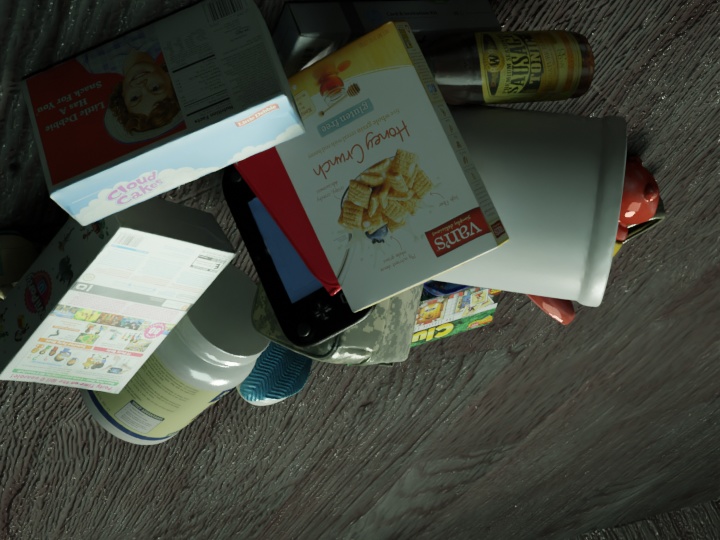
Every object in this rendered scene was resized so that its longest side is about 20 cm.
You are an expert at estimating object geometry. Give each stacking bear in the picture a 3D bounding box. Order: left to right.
[{"bbox_3d":[0.277,-0.051,1.514,0.114,0.122,0.200,32,117,-31],"label":"stacking bear"}]

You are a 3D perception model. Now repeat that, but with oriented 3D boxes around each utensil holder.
[{"bbox_3d":[0.124,-0.063,1.110,0.200,0.170,0.170,7,156,6],"label":"utensil holder"}]

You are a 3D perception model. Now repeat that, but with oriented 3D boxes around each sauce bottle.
[{"bbox_3d":[0.106,-0.173,1.080,0.200,0.066,0.066,-9,153,-25],"label":"sauce bottle"}]

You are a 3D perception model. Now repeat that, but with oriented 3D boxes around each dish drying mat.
[{"bbox_3d":[-0.064,-0.073,1.095,0.077,0.200,0.018,-37,178,44],"label":"dish drying mat"}]

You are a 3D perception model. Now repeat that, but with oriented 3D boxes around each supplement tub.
[{"bbox_3d":[-0.204,0.089,1.376,0.145,0.145,0.200,7,145,-45],"label":"supplement tub"}]

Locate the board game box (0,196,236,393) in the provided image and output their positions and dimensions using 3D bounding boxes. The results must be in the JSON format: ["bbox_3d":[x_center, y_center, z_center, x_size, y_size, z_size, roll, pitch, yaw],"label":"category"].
[{"bbox_3d":[-0.234,0.022,1.155,0.200,0.064,0.147,-48,145,20],"label":"board game box"}]

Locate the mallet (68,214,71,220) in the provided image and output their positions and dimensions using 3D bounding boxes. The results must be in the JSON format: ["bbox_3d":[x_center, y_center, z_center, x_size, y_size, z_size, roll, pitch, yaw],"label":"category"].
[{"bbox_3d":[-0.266,-0.044,1.126,0.066,0.041,0.200,-3,134,-31],"label":"mallet"}]

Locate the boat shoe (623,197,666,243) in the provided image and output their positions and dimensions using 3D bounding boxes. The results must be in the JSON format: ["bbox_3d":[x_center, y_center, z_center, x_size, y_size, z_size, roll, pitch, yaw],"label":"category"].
[{"bbox_3d":[0.307,-0.043,1.605,0.072,0.060,0.202,4,146,-43],"label":"boat shoe"}]

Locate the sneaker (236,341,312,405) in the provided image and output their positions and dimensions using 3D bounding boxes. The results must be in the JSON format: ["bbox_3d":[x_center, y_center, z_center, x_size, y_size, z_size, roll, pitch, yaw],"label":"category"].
[{"bbox_3d":[-0.108,0.108,1.482,0.081,0.077,0.200,-30,-169,24],"label":"sneaker"}]

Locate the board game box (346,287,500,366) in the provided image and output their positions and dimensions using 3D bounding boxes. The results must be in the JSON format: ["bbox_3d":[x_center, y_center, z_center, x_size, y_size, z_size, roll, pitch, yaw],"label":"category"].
[{"bbox_3d":[0.076,0.056,1.522,0.200,0.023,0.105,-16,150,-16],"label":"board game box"}]

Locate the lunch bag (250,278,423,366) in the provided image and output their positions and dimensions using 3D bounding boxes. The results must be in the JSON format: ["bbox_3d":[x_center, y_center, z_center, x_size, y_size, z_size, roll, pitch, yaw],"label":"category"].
[{"bbox_3d":[0.000,0.000,1.283,0.139,0.200,0.168,18,-174,43],"label":"lunch bag"}]

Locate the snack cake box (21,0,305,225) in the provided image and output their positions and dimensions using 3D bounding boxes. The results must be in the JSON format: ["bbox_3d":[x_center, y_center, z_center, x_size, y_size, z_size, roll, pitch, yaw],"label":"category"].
[{"bbox_3d":[-0.158,-0.130,0.996,0.200,0.115,0.067,-22,156,4],"label":"snack cake box"}]

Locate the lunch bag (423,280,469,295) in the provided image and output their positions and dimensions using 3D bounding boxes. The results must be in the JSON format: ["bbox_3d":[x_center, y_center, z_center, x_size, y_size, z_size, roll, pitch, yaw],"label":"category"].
[{"bbox_3d":[0.157,-0.041,1.424,0.151,0.094,0.200,-38,174,-27],"label":"lunch bag"}]

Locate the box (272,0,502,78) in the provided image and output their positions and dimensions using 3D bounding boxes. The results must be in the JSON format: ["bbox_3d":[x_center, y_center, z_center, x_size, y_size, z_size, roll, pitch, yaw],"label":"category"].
[{"bbox_3d":[0.007,-0.176,1.119,0.200,0.041,0.156,-7,151,-26],"label":"box"}]

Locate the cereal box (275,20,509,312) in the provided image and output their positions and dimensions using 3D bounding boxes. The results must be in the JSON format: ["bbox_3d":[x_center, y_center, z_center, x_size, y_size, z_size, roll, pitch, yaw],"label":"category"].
[{"bbox_3d":[0.015,-0.083,1.020,0.144,0.200,0.040,-26,180,25],"label":"cereal box"}]

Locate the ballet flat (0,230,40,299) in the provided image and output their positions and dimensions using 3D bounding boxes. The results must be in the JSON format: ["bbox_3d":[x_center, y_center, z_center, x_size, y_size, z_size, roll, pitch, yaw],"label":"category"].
[{"bbox_3d":[-0.326,0.027,1.252,0.069,0.070,0.200,-22,156,3],"label":"ballet flat"}]

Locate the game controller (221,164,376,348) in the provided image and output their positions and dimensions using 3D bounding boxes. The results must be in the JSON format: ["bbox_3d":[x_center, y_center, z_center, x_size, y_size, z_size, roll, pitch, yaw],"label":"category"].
[{"bbox_3d":[-0.057,-0.031,1.183,0.104,0.200,0.042,-31,166,26],"label":"game controller"}]
